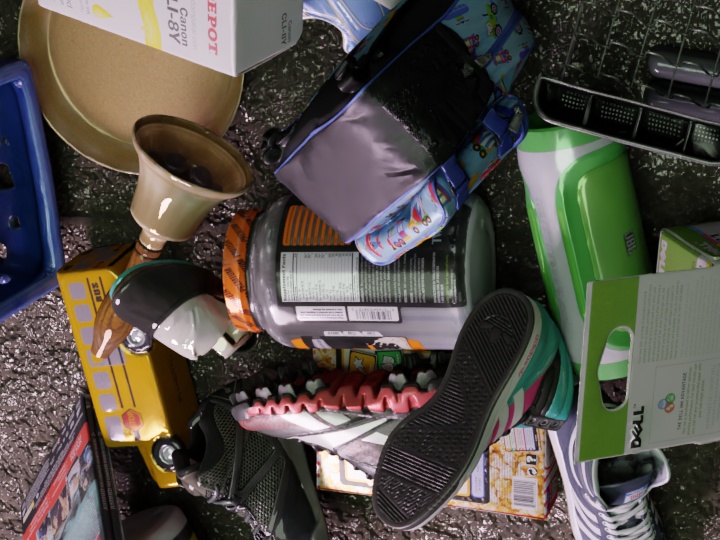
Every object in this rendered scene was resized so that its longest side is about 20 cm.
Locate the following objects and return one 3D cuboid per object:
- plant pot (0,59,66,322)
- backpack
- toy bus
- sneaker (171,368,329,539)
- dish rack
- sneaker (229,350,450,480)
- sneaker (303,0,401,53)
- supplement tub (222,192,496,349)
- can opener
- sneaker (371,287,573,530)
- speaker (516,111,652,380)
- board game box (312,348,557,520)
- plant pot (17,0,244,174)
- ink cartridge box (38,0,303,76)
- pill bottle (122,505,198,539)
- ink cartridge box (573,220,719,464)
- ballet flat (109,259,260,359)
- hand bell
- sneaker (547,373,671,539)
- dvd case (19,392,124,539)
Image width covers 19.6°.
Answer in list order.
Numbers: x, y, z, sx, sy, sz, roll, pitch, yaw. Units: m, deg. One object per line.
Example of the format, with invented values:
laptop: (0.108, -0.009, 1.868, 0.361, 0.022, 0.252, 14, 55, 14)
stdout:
plant pot: (-0.378, -0.056, 1.702, 0.178, 0.200, 0.202, 8, 116, 33)
backpack: (0.049, -0.126, 1.520, 0.135, 0.200, 0.182, 44, 149, -6)
toy bus: (-0.189, 0.082, 1.767, 0.078, 0.065, 0.202, -7, 108, 22)
sneaker: (-0.093, 0.193, 1.735, 0.076, 0.113, 0.201, 0, 108, 68)
dish rack: (0.221, -0.185, 1.488, 0.152, 0.055, 0.202, 16, 92, 13)
sneaker: (-0.009, 0.122, 1.662, 0.199, 0.071, 0.099, -4, 107, 20)
sneaker: (-0.062, -0.234, 1.589, 0.199, 0.076, 0.077, 29, 114, 9)
supplement tub: (0.000, 0.000, 1.628, 0.198, 0.123, 0.124, 0, 111, 16)
can opener: (0.301, -0.122, 1.515, 0.198, 0.066, 0.053, 15, 114, 19)
sneaker: (0.094, 0.113, 1.585, 0.083, 0.120, 0.201, 37, 98, 34)
speaker: (0.176, -0.023, 1.583, 0.088, 0.088, 0.202, -8, 108, 22)
board game box: (0.061, 0.115, 1.701, 0.198, 0.046, 0.153, 6, 113, 17)
plant pot: (-0.182, -0.177, 1.683, 0.198, 0.028, 0.202, 7, 114, 17)
ink cartridge box: (-0.144, -0.246, 1.539, 0.199, 0.083, 0.146, 22, 127, 29)
pill bottle: (-0.162, 0.317, 1.824, 0.114, 0.114, 0.201, -21, 103, 25)
ink cartridge box: (0.233, 0.048, 1.533, 0.198, 0.076, 0.149, -7, 114, -22)
ballet flat: (-0.127, 0.035, 1.655, 0.068, 0.200, 0.069, -45, 72, 12)
hand bell: (-0.171, -0.013, 1.669, 0.104, 0.104, 0.201, 31, 117, 6)
sneaker: (0.206, 0.185, 1.626, 0.070, 0.108, 0.201, -26, 112, -9)
dvd case: (-0.248, 0.223, 1.784, 0.022, 0.201, 0.147, 17, 121, -25)
